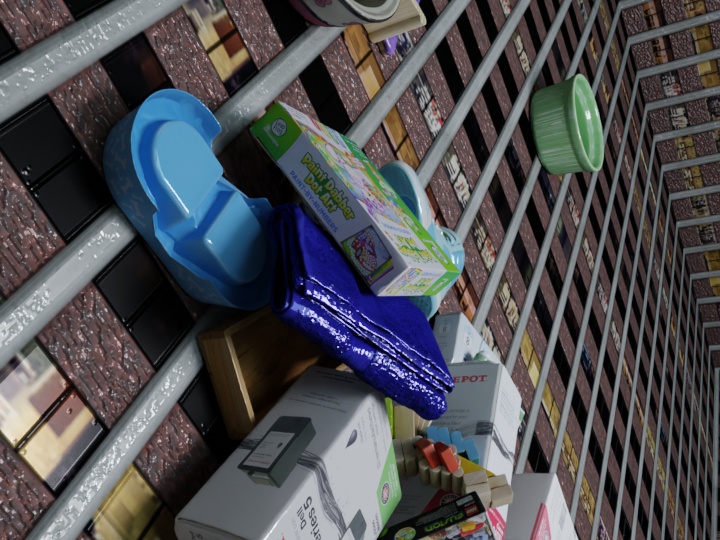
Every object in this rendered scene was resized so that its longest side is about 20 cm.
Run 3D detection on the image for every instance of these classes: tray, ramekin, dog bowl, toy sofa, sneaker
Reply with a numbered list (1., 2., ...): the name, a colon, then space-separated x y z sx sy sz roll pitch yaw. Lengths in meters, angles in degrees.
1. tray: -0.069 0.071 0.730 0.200 0.037 0.100 -30 108 -56
2. ramekin: 0.425 -0.294 1.561 0.199 0.097 0.202 22 64 -54
3. dog bowl: -0.138 -0.052 0.636 0.201 0.049 0.112 58 38 -31
4. toy sofa: 0.063 -0.390 1.015 0.098 0.082 0.201 49 44 -40
5. dog bowl: -0.034 -0.370 0.855 0.199 0.073 0.202 21 64 -51
6. sneaker: 0.075 -0.052 0.955 0.130 0.079 0.202 -38 124 -53

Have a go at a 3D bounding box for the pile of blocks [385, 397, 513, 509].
1. pile of blocks: 0.063 0.172 0.760 0.082 0.198 0.062 -60 158 -30

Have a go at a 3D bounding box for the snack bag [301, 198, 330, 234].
1. snack bag: 0.000 0.000 0.814 0.188 0.021 0.202 -8 80 -72

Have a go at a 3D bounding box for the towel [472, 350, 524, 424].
1. towel: 0.142 0.226 0.999 0.201 0.031 0.150 -55 128 -27

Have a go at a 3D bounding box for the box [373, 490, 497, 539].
1. box: 0.038 0.294 0.704 0.035 0.198 0.111 -116 -176 -71

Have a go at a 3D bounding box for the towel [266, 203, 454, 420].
1. towel: 0.003 0.032 0.667 0.200 0.049 0.148 39 24 -32

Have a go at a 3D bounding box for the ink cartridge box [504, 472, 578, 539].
1. ink cartridge box: 0.269 0.429 1.136 0.146 0.084 0.201 -48 121 -51

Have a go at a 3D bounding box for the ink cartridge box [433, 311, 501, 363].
1. ink cartridge box: 0.140 0.183 1.025 0.160 0.047 0.201 49 42 -40

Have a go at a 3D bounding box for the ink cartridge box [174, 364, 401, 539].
1. ink cartridge box: -0.050 0.201 0.643 0.200 0.083 0.147 -47 135 -48

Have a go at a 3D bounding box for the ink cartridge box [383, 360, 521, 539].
1. ink cartridge box: 0.093 0.211 0.848 0.084 0.144 0.201 53 41 -39

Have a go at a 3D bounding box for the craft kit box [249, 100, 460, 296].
1. craft kit box: 0.003 -0.062 0.747 0.198 0.048 0.200 55 15 13
